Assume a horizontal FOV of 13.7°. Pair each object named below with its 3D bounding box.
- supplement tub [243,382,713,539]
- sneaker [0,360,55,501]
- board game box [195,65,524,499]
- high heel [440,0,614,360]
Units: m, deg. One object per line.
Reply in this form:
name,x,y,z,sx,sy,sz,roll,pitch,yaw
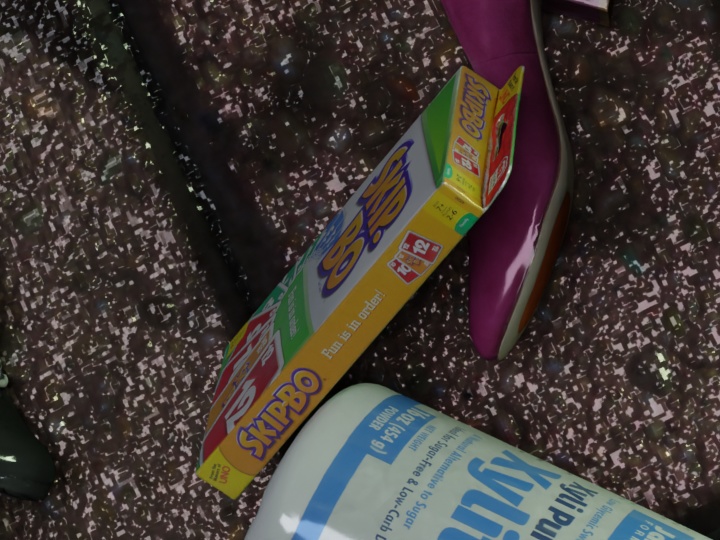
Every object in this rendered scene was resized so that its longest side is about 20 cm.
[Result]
supplement tub,0.058,0.141,1.226,0.200,0.132,0.132,23,91,16
sneaker,-0.197,0.018,1.336,0.200,0.074,0.089,42,94,18
board game box,0.000,0.000,1.240,0.030,0.096,0.200,35,120,-15
high heel,0.048,-0.063,1.283,0.096,0.067,0.200,12,74,9
